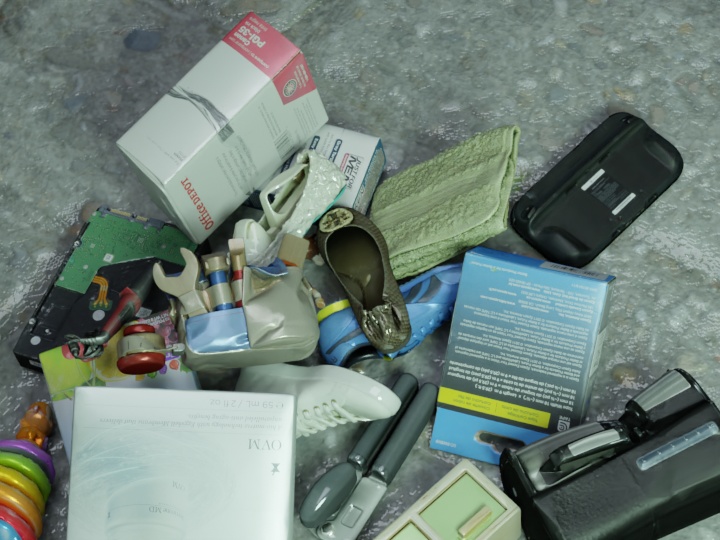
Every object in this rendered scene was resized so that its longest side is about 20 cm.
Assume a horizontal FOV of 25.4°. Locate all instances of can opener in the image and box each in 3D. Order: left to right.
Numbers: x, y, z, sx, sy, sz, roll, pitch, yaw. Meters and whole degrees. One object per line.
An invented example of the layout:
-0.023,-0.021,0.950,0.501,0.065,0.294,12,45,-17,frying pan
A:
0.013,0.180,1.545,0.052,0.067,0.200,24,58,21,can opener

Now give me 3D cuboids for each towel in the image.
0.080,-0.067,1.647,0.200,0.036,0.149,-24,39,37,towel

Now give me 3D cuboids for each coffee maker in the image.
0.254,0.213,1.472,0.199,0.135,0.193,-24,88,-8,coffee maker

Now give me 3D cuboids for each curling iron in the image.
-0.239,0.033,1.587,0.049,0.026,0.200,-6,25,20,curling iron

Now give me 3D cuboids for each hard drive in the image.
-0.259,0.031,1.684,0.139,0.038,0.201,15,61,15,hard drive

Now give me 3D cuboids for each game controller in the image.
0.255,-0.087,1.712,0.200,0.042,0.104,-42,77,-19,game controller

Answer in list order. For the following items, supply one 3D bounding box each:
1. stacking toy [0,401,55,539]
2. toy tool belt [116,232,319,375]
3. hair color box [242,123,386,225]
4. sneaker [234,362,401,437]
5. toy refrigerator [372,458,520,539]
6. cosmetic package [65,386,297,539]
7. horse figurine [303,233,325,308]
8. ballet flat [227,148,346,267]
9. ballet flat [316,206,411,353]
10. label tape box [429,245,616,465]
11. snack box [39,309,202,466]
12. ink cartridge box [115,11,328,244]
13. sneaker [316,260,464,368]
-0.340,0.207,1.553,0.109,0.116,0.200,8,44,11,stacking toy
-0.140,0.029,1.531,0.199,0.125,0.123,-5,71,-12,toy tool belt
-0.083,-0.115,1.740,0.199,0.061,0.100,16,70,16,hair color box
-0.048,0.139,1.552,0.199,0.073,0.085,2,60,42,sneaker
0.052,0.272,1.474,0.200,0.070,0.076,-38,61,-18,toy refrigerator
-0.160,0.208,1.451,0.198,0.123,0.201,2,86,-1,cosmetic package
-0.120,0.033,1.654,0.199,0.050,0.133,-26,43,-2,horse figurine
-0.092,-0.046,1.629,0.072,0.072,0.200,26,64,21,ballet flat
0.000,0.000,1.597,0.067,0.046,0.200,-28,48,6,ballet flat
0.159,0.090,1.570,0.144,0.063,0.201,13,100,14,label tape box
-0.218,0.154,1.562,0.142,0.053,0.201,-19,71,-2,snack box
-0.140,-0.145,1.648,0.083,0.147,0.200,41,79,23,ink cartridge box
0.054,0.052,1.622,0.199,0.066,0.079,-19,59,-4,sneaker
